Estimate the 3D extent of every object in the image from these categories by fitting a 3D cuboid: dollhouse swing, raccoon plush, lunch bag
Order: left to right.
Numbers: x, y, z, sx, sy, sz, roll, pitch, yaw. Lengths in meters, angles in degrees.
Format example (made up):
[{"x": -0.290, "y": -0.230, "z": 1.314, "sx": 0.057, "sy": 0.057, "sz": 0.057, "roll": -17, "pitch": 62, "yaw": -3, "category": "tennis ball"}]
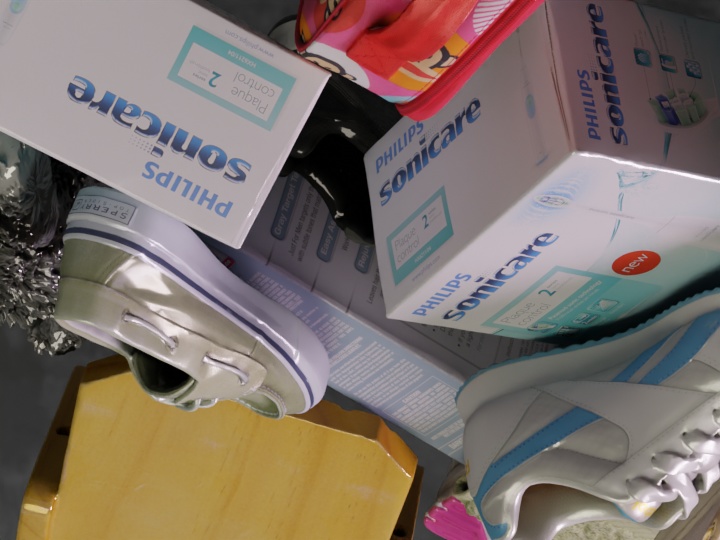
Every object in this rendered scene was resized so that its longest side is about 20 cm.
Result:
[{"x": -0.197, "y": -0.038, "z": 1.286, "sx": 0.133, "sy": 0.097, "sz": 0.200, "roll": 8, "pitch": 148, "yaw": 13, "category": "raccoon plush"}, {"x": -0.061, "y": 0.086, "z": 1.372, "sx": 0.199, "sy": 0.182, "sz": 0.176, "roll": 16, "pitch": 122, "yaw": -1, "category": "dollhouse swing"}, {"x": 0.051, "y": -0.153, "z": 1.003, "sx": 0.082, "sy": 0.177, "sz": 0.200, "roll": 30, "pitch": 140, "yaw": -14, "category": "lunch bag"}]

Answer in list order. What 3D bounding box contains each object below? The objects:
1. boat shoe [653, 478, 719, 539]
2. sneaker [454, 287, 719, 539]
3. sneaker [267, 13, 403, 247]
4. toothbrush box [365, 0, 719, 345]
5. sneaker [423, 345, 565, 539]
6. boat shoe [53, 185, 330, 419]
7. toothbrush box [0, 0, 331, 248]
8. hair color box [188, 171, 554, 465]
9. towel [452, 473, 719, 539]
[{"x": 0.202, "y": 0.098, "z": 1.166, "sx": 0.073, "sy": 0.069, "sz": 0.200, "roll": 23, "pitch": 120, "yaw": -17, "category": "boat shoe"}, {"x": 0.137, "y": 0.064, "z": 1.128, "sx": 0.199, "sy": 0.081, "sz": 0.076, "roll": -22, "pitch": 149, "yaw": 26, "category": "sneaker"}, {"x": 0.034, "y": -0.036, "z": 1.220, "sx": 0.200, "sy": 0.091, "sz": 0.066, "roll": 29, "pitch": 140, "yaw": -17, "category": "sneaker"}, {"x": 0.124, "y": -0.035, "z": 1.133, "sx": 0.199, "sy": 0.086, "sz": 0.146, "roll": 11, "pitch": 147, "yaw": -31, "category": "toothbrush box"}, {"x": 0.105, "y": 0.067, "z": 1.316, "sx": 0.081, "sy": 0.089, "sz": 0.200, "roll": 28, "pitch": 140, "yaw": -26, "category": "sneaker"}, {"x": -0.079, "y": 0.029, "z": 1.163, "sx": 0.072, "sy": 0.062, "sz": 0.200, "roll": 13, "pitch": 163, "yaw": 33, "category": "boat shoe"}, {"x": -0.110, "y": -0.090, "z": 1.118, "sx": 0.146, "sy": 0.086, "sz": 0.200, "roll": 27, "pitch": -175, "yaw": -14, "category": "toothbrush box"}, {"x": 0.000, "y": 0.000, "z": 1.267, "sx": 0.200, "sy": 0.099, "sz": 0.061, "roll": 31, "pitch": 141, "yaw": -19, "category": "hair color box"}, {"x": 0.159, "y": 0.120, "z": 1.266, "sx": 0.199, "sy": 0.037, "sz": 0.148, "roll": 27, "pitch": 141, "yaw": -21, "category": "towel"}]
